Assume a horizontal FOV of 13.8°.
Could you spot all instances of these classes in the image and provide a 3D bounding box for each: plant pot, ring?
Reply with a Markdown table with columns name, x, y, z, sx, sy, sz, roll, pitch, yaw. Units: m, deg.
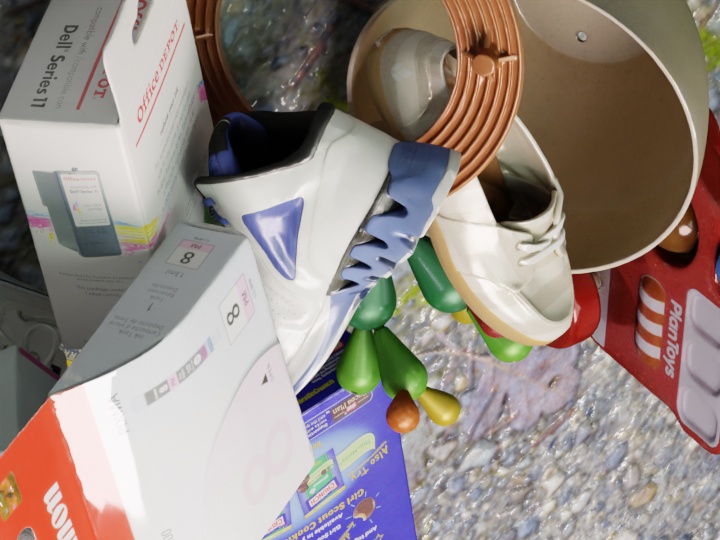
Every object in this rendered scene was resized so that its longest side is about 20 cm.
| name | x | y | z | sx | sy | sz | roll | pitch | yaw |
| --- | --- | --- | --- | --- | --- | --- | --- | --- | --- |
| plant pot | 0.107 | -0.118 | 1.644 | 0.135 | 0.199 | 0.201 | -62 | 156 | -44 |
| ring | -0.014 | -0.114 | 1.526 | 0.019 | 0.199 | 0.202 | -57 | 161 | -56 |

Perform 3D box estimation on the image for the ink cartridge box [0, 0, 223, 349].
| name | x | y | z | sx | sy | sz | roll | pitch | yaw |
| --- | --- | --- | --- | --- | --- | --- | --- | --- | --- |
| ink cartridge box | -0.125 | -0.069 | 1.498 | 0.118 | 0.067 | 0.201 | -73 | 160 | -44 |

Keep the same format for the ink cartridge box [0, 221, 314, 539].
| name | x | y | z | sx | sy | sz | roll | pitch | yaw |
| --- | --- | --- | --- | --- | --- | --- | --- | --- | --- |
| ink cartridge box | -0.102 | 0.101 | 1.467 | 0.200 | 0.057 | 0.163 | -59 | 147 | -40 |

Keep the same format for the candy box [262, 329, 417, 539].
| name | x | y | z | sx | sy | sz | roll | pitch | yaw |
| --- | --- | --- | --- | --- | --- | --- | --- | --- | --- |
| candy box | -0.057 | 0.148 | 1.765 | 0.169 | 0.077 | 0.201 | -31 | 136 | -23 |

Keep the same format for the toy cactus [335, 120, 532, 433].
| name | x | y | z | sx | sy | sz | roll | pitch | yaw |
| --- | --- | --- | --- | --- | --- | --- | --- | --- | --- |
| toy cactus | 0.000 | 0.000 | 1.643 | 0.102 | 0.199 | 0.166 | -57 | 159 | -60 |

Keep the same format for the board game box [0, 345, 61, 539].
| name | x | y | z | sx | sy | sz | roll | pitch | yaw |
| --- | --- | --- | --- | --- | --- | --- | --- | --- | --- |
| board game box | -0.220 | 0.124 | 1.533 | 0.199 | 0.065 | 0.148 | -22 | 145 | 19 |

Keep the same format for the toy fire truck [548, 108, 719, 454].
| name | x | y | z | sx | sy | sz | roll | pitch | yaw |
| --- | --- | --- | --- | --- | --- | --- | --- | --- | --- |
| toy fire truck | 0.187 | -0.008 | 1.791 | 0.112 | 0.168 | 0.201 | -21 | 133 | -29 |

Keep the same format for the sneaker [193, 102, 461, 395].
| name | x | y | z | sx | sy | sz | roll | pitch | yaw |
| --- | --- | --- | --- | --- | --- | --- | --- | --- | --- |
| sneaker | -0.042 | -0.022 | 1.540 | 0.200 | 0.115 | 0.081 | -52 | -172 | 39 |

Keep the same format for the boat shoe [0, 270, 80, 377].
| name | x | y | z | sx | sy | sz | roll | pitch | yaw |
| --- | --- | --- | --- | --- | --- | --- | --- | --- | --- |
| boat shoe | -0.180 | 0.053 | 1.570 | 0.201 | 0.086 | 0.075 | 19 | 107 | -48 |

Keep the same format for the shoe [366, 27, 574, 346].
| name | x | y | z | sx | sy | sz | roll | pitch | yaw |
| --- | --- | --- | --- | --- | --- | --- | --- | --- | --- |
| shoe | 0.069 | -0.042 | 1.584 | 0.070 | 0.053 | 0.201 | -49 | 121 | -35 |
